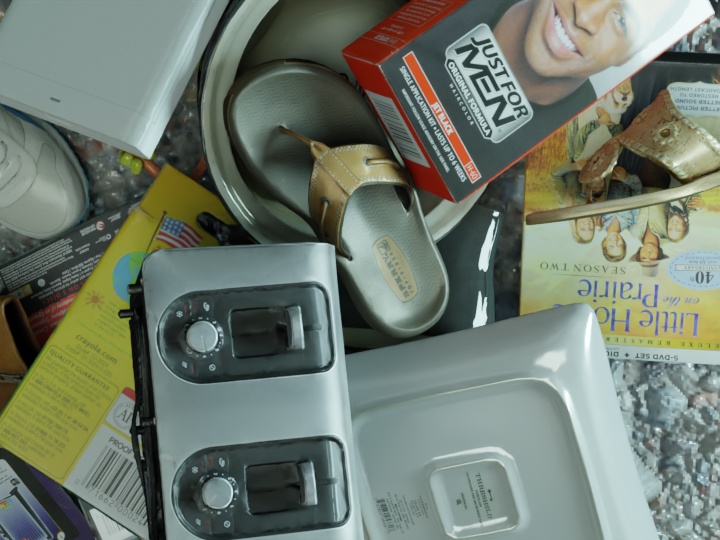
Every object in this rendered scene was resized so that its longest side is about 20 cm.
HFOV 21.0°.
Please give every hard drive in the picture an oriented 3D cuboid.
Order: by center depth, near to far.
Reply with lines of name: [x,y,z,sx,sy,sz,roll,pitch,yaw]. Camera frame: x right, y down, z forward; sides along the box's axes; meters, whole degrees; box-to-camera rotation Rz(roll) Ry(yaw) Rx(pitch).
hard drive: [-0.134,-0.177,1.150,0.131,0.026,0.201,21,80,28]

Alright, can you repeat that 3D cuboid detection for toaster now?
toaster: [-0.071,0.086,1.099,0.117,0.200,0.183,-4,84,-10]

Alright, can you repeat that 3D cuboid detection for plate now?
plate: [0.072,0.134,1.197,0.198,0.032,0.201,-13,109,15]

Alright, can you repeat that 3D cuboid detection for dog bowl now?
dog bowl: [-0.011,-0.105,1.180,0.198,0.074,0.202,-6,108,-19]

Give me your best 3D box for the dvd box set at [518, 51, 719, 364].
dvd box set: [0.174,-0.040,1.237,0.145,0.029,0.202,4,111,7]

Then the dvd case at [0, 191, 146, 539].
dvd case: [-0.144,0.064,1.260,0.145,0.022,0.201,-26,86,12]

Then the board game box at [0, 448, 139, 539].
board game box: [-0.278,0.187,1.380,0.199,0.057,0.166,-31,106,18]

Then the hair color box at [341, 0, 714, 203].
hair color box: [0.099,-0.140,1.139,0.199,0.061,0.102,-37,114,-11]

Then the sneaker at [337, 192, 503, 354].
sneaker: [0.000,0.000,1.267,0.198,0.075,0.107,8,82,22]

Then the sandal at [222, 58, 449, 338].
sandal: [-0.005,-0.038,1.131,0.081,0.055,0.201,-33,114,-9]

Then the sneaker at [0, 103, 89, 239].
sneaker: [-0.261,-0.089,1.256,0.200,0.081,0.076,43,110,-11]

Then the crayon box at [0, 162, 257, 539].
crayon box: [-0.124,0.051,1.203,0.126,0.051,0.201,34,87,-6]

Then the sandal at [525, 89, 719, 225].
sandal: [0.199,-0.076,1.176,0.209,0.078,0.070,-8,90,2]

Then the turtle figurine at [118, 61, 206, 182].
turtle figurine: [-0.149,-0.160,1.219,0.160,0.064,0.202,10,105,3]

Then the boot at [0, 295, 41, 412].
boot: [-0.296,0.027,1.262,0.199,0.068,0.190,2,113,41]
